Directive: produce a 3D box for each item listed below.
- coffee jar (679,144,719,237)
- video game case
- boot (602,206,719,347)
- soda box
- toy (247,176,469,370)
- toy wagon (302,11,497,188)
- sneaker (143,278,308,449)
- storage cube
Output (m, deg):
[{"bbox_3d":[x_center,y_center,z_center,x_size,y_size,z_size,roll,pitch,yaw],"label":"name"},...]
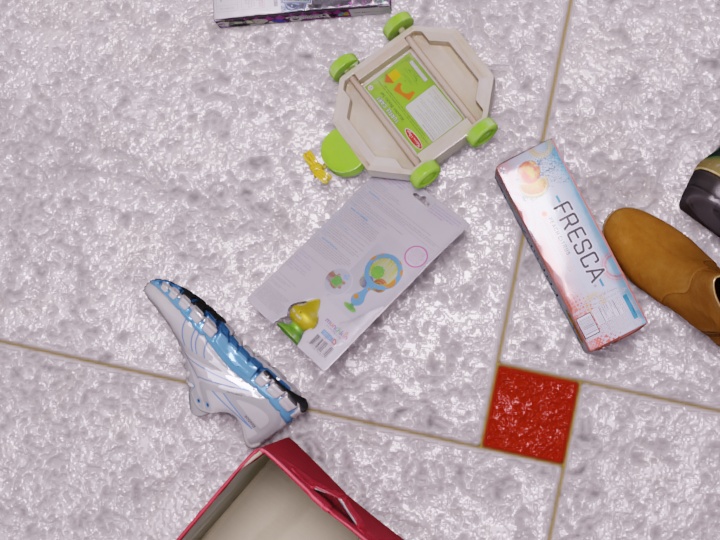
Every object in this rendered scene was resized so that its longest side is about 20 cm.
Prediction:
[{"bbox_3d":[0.394,-0.116,1.242,0.104,0.085,0.200,35,90,7],"label":"coffee jar"},{"bbox_3d":[-0.064,-0.353,1.325,0.180,0.036,0.201,-5,85,5],"label":"video game case"},{"bbox_3d":[0.311,0.007,1.210,0.201,0.144,0.071,44,89,7],"label":"boot"},{"bbox_3d":[0.201,-0.022,1.260,0.063,0.068,0.201,-26,84,2],"label":"soda box"},{"bbox_3d":[0.000,0.000,1.279,0.200,0.047,0.115,-43,62,-13],"label":"toy"},{"bbox_3d":[0.033,-0.154,1.291,0.200,0.040,0.155,-36,73,1],"label":"toy wagon"},{"bbox_3d":[-0.150,0.094,1.282,0.200,0.075,0.087,45,96,7],"label":"sneaker"},{"bbox_3d":[-0.074,0.277,1.205,0.171,0.180,0.200,40,91,7],"label":"storage cube"}]
